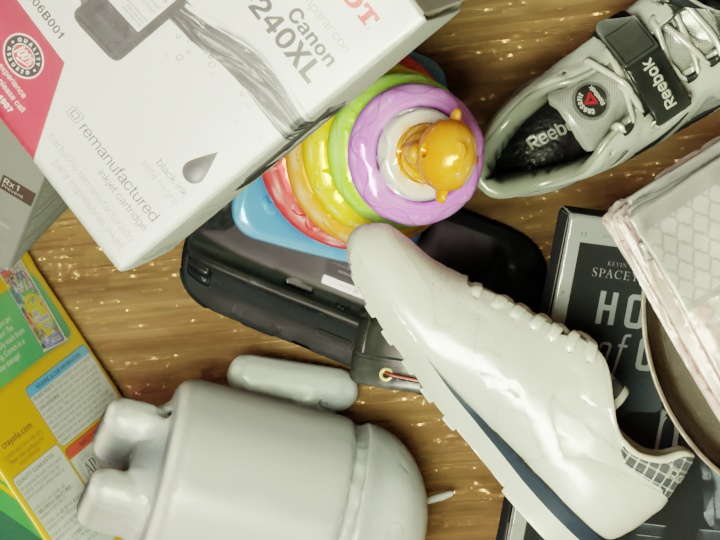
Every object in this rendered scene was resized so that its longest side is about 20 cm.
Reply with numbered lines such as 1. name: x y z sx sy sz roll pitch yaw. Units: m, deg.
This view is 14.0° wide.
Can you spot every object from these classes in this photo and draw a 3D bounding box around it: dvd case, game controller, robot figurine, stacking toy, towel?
1. dvd case: 0.154 0.075 1.482 0.150 0.025 0.200 7 102 -16
2. game controller: 0.000 0.000 1.579 0.200 0.042 0.105 22 99 11
3. robot figurine: -0.049 0.126 1.578 0.200 0.113 0.170 15 71 -7
4. stacking toy: 0.019 -0.060 1.445 0.110 0.200 0.116 12 89 -18
5. towel: 0.245 0.001 1.426 0.200 0.032 0.191 -34 96 -14

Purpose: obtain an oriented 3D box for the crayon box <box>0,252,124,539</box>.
1. crayon box: -0.191 0.081 1.618 0.052 0.126 0.200 -29 96 33

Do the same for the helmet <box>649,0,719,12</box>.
1. helmet: 0.165 -0.226 1.352 0.191 0.200 0.200 -30 96 29

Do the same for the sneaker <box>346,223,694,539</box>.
1. sneaker: 0.073 0.046 1.422 0.080 0.076 0.200 -41 92 10

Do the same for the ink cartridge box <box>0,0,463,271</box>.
1. ink cartridge box: -0.074 -0.119 1.393 0.200 0.083 0.145 -39 88 17

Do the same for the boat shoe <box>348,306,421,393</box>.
1. boat shoe: 0.092 0.057 1.515 0.201 0.074 0.063 16 92 -12

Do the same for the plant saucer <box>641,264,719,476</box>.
1. plant saucer: 0.228 0.021 1.451 0.200 0.032 0.201 1 87 -15

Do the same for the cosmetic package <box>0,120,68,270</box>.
1. cosmetic package: -0.183 -0.110 1.547 0.107 0.090 0.200 31 135 7

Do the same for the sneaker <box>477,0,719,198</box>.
1. sneaker: 0.138 -0.092 1.467 0.200 0.089 0.074 -38 91 25
